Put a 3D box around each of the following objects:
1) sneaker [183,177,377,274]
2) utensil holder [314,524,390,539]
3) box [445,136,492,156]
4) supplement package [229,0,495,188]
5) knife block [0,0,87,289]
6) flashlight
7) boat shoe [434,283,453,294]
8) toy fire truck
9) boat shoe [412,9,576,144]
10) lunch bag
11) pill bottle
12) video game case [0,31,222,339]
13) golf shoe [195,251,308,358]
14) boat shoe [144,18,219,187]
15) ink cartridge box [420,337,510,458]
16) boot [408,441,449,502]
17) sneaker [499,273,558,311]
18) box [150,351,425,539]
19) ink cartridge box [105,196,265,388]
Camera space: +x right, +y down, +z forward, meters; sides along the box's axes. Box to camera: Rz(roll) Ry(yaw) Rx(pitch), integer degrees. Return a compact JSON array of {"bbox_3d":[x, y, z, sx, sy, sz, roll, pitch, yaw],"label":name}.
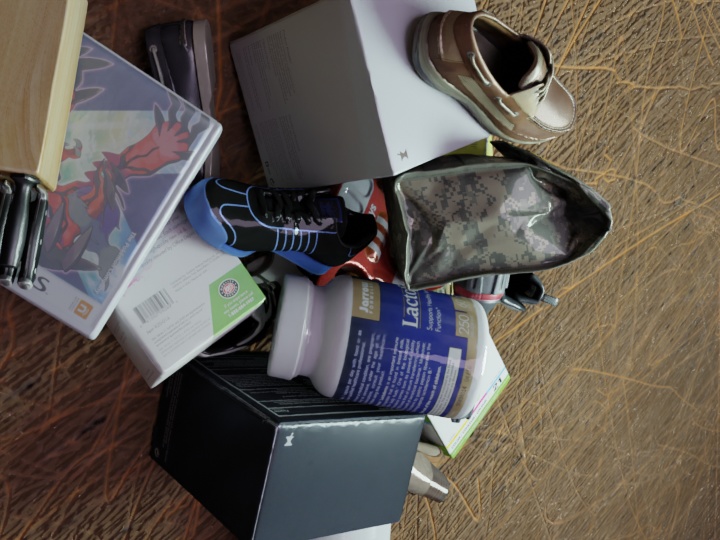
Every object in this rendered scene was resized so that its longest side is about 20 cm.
[{"bbox_3d":[-0.065,-0.050,0.699,0.198,0.077,0.072,15,53,-52],"label":"sneaker"},{"bbox_3d":[-0.050,0.350,0.895,0.167,0.168,0.206,-3,102,-42],"label":"utensil holder"},{"bbox_3d":[0.132,-0.075,0.908,0.203,0.049,0.076,75,22,-44],"label":"box"},{"bbox_3d":[0.002,-0.174,0.738,0.149,0.198,0.156,-24,105,-36],"label":"supplement package"},{"bbox_3d":[-0.246,-0.097,0.570,0.199,0.064,0.177,-37,94,-13],"label":"knife block"},{"bbox_3d":[0.126,0.079,0.907,0.067,0.067,0.205,-11,118,-41],"label":"flashlight"},{"bbox_3d":[0.096,0.026,0.970,0.061,0.073,0.206,2,90,-26],"label":"boat shoe"},{"bbox_3d":[0.000,0.000,0.858,0.168,0.111,0.203,43,54,-28],"label":"toy fire truck"},{"bbox_3d":[0.132,-0.163,0.670,0.197,0.071,0.078,14,81,-39],"label":"boat shoe"},{"bbox_3d":[0.124,-0.060,0.741,0.194,0.164,0.121,-7,102,-1],"label":"lunch bag"},{"bbox_3d":[0.014,0.069,0.742,0.194,0.116,0.119,10,97,-10],"label":"pill bottle"},{"bbox_3d":[-0.235,-0.080,0.614,0.180,0.023,0.203,31,78,-8],"label":"video game case"},{"bbox_3d":[-0.109,0.041,0.792,0.198,0.093,0.080,-28,120,-36],"label":"golf shoe"},{"bbox_3d":[-0.165,-0.127,0.723,0.061,0.073,0.205,0,110,-5],"label":"boat shoe"},{"bbox_3d":[0.104,0.124,1.031,0.148,0.075,0.202,-48,130,-22],"label":"ink cartridge box"},{"bbox_3d":[0.033,0.224,0.981,0.144,0.200,0.071,33,83,-7],"label":"boot"},{"bbox_3d":[0.211,0.021,1.050,0.198,0.138,0.080,2,103,-51],"label":"sneaker"},{"bbox_3d":[-0.076,0.171,0.789,0.197,0.196,0.127,7,98,-43],"label":"box"},{"bbox_3d":[-0.190,-0.018,0.679,0.116,0.067,0.202,-35,89,-30],"label":"ink cartridge box"}]
